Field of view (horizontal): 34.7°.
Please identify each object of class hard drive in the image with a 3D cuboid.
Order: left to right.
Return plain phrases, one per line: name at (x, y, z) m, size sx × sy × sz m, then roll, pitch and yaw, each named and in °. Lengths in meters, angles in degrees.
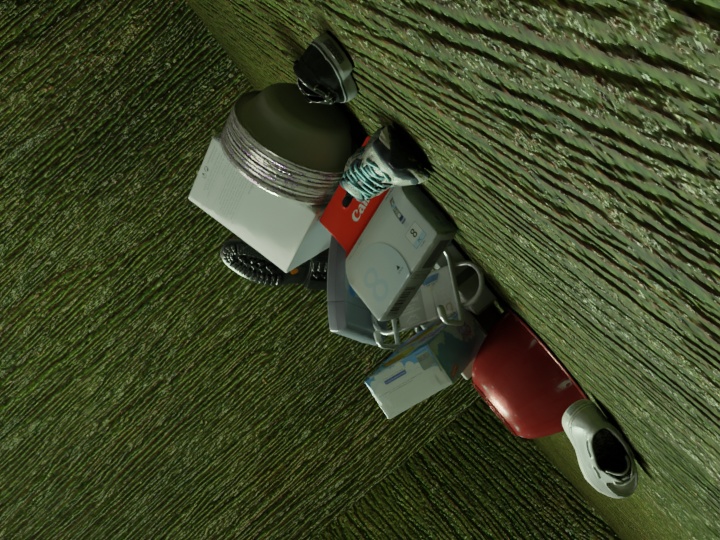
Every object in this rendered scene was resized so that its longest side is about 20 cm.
hard drive at (0.211, 0.091, 1.916) m, size 0.200 × 0.038 × 0.140 m, roll 52°, pitch 178°, yaw -21°

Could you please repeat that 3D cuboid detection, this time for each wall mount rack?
wall mount rack at (0.068, 0.009, 1.597) m, size 0.074 × 0.199 × 0.175 m, roll 11°, pitch -117°, yaw -50°

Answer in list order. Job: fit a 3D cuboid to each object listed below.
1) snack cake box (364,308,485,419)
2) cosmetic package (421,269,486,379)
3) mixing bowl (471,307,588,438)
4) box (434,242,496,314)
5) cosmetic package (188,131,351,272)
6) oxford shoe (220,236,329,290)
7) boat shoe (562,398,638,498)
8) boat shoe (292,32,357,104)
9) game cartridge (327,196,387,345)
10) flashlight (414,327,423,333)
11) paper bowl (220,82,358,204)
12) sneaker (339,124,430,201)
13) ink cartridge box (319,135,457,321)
snack cake box at (0.098, 0.129, 1.658) m, size 0.067 × 0.115 × 0.200 m, roll 56°, pitch -156°, yaw 0°
cosmetic package at (0.123, 0.066, 1.809) m, size 0.200 × 0.074 × 0.102 m, roll 49°, pitch -179°, yaw -20°
mixing bowl at (0.229, 0.163, 1.626) m, size 0.200 × 0.108 × 0.200 m, roll 50°, pitch 179°, yaw 1°
box at (0.115, -0.027, 1.692) m, size 0.200 × 0.041 × 0.156 m, roll 50°, pitch 180°, yaw -1°
cosmetic package at (-0.116, -0.124, 1.761) m, size 0.200 × 0.123 × 0.199 m, roll 36°, pitch -149°, yaw 14°
oxford shoe at (-0.126, -0.023, 1.792) m, size 0.199 × 0.073 × 0.085 m, roll 12°, pitch -143°, yaw -25°
boat shoe at (0.332, 0.249, 1.529) m, size 0.069 × 0.072 × 0.200 m, roll 51°, pitch 170°, yaw 52°
boat shoe at (-0.046, -0.220, 1.308) m, size 0.069 × 0.057 × 0.200 m, roll 50°, pitch 179°, yaw 2°
game cartridge at (0.000, 0.000, 1.684) m, size 0.040 × 0.201 × 0.133 m, roll -5°, pitch 165°, yaw 34°
flashlight at (0.111, 0.035, 1.979) m, size 0.068 × 0.068 × 0.200 m, roll 46°, pitch -161°, yaw -32°
paper bowl at (-0.093, -0.194, 1.664) m, size 0.200 × 0.105 × 0.201 m, roll 22°, pitch -149°, yaw -14°
sneaker at (0.022, -0.113, 1.341) m, size 0.078 × 0.086 × 0.200 m, roll 50°, pitch 180°, yaw -6°
ink cartridge box at (0.020, -0.058, 1.551) m, size 0.047 × 0.160 × 0.200 m, roll -8°, pitch -131°, yaw -47°
